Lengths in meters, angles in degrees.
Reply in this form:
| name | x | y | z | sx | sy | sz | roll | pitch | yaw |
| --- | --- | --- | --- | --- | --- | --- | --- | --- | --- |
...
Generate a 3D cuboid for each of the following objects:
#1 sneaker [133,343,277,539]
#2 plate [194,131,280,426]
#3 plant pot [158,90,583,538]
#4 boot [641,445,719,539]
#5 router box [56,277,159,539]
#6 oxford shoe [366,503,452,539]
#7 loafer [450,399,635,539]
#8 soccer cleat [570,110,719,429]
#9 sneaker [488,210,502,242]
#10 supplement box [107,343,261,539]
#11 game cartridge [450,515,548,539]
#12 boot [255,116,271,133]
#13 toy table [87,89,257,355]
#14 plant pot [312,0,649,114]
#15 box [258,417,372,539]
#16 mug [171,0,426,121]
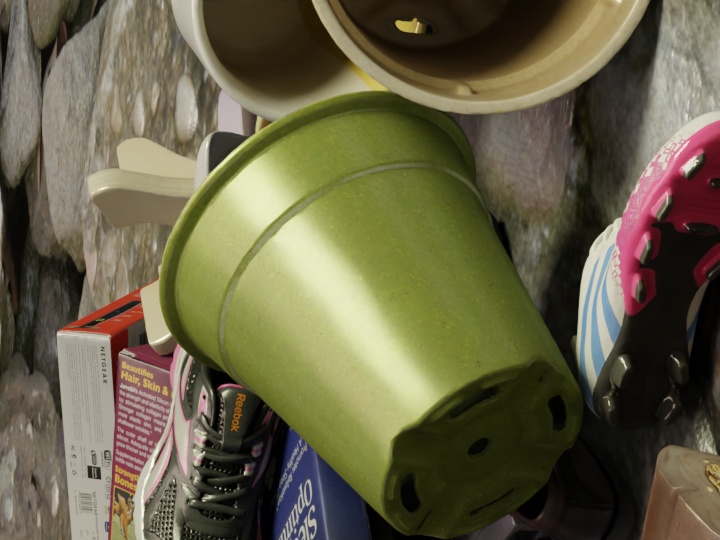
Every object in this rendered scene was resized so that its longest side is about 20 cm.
| name | x | y | z | sx | sy | sz | roll | pitch | yaw |
| --- | --- | --- | --- | --- | --- | --- | --- | --- | --- |
| sneaker | -0.088 | 0.103 | 1.503 | 0.086 | 0.080 | 0.200 | 130 | 145 | -62 |
| plate | -0.066 | 0.010 | 1.703 | 0.032 | 0.200 | 0.200 | 0 | 88 | 28 |
| plant pot | 0.020 | 0.039 | 1.328 | 0.190 | 0.200 | 0.200 | 54 | 140 | 39 |
| boot | 0.170 | 0.202 | 1.209 | 0.186 | 0.064 | 0.200 | -127 | 47 | -56 |
| router box | -0.167 | 0.119 | 1.942 | 0.179 | 0.049 | 0.200 | -32 | -57 | -61 |
| oxford shoe | 0.025 | 0.125 | 1.523 | 0.084 | 0.073 | 0.200 | -41 | 47 | 37 |
| loafer | 0.079 | 0.089 | 1.395 | 0.072 | 0.063 | 0.200 | -59 | 42 | 14 |
| soccer cleat | 0.147 | -0.011 | 1.262 | 0.086 | 0.070 | 0.200 | -114 | 32 | -48 |
| sneaker | 0.000 | 0.000 | 1.553 | 0.074 | 0.200 | 0.079 | 56 | -141 | -50 |
| supplement box | -0.108 | 0.162 | 1.834 | 0.131 | 0.103 | 0.200 | 19 | 110 | 44 |
| game cartridge | 0.068 | 0.136 | 1.523 | 0.200 | 0.038 | 0.130 | 120 | 150 | -52 |
| boot | -0.035 | -0.194 | 1.779 | 0.156 | 0.073 | 0.200 | -106 | 31 | -52 |
| toy table | -0.115 | -0.037 | 1.841 | 0.184 | 0.117 | 0.200 | 61 | -166 | -44 |
| plant pot | 0.052 | -0.189 | 1.403 | 0.183 | 0.200 | 0.201 | -157 | 69 | -81 |
| box | -0.025 | 0.170 | 1.464 | 0.121 | 0.032 | 0.200 | 114 | 153 | -47 |
| mug | -0.036 | -0.168 | 1.568 | 0.150 | 0.186 | 0.153 | -70 | 21 | 3 |
